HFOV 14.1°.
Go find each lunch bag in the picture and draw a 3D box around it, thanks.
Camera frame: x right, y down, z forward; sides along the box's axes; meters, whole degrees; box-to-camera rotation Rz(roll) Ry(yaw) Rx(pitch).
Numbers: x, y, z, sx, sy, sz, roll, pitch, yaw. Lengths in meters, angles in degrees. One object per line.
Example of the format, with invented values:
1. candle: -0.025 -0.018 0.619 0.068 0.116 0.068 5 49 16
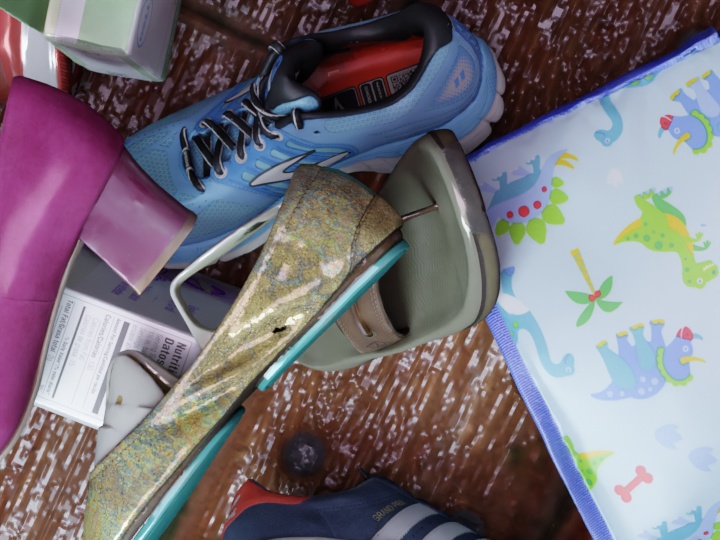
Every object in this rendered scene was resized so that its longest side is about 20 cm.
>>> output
1. lunch bag: 0.144 0.008 1.281 0.170 0.127 0.200 -26 105 10

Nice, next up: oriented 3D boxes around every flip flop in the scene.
1. flip flop: 0.000 0.000 1.269 0.057 0.200 0.081 -14 82 -31

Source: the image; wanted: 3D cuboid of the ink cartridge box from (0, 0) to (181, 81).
1. ink cartridge box: -0.103 -0.164 1.226 0.048 0.200 0.146 12 88 4

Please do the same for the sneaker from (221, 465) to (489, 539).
1. sneaker: 0.030 0.133 1.346 0.199 0.085 0.075 12 123 -20

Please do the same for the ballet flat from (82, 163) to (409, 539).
1. ballet flat: -0.064 0.039 1.198 0.071 0.071 0.200 40 94 -2

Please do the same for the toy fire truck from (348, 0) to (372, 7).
1. toy fire truck: 0.032 -0.190 1.236 0.199 0.168 0.112 -27 96 10

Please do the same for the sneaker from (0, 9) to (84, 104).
1. sneaker: -0.187 -0.170 1.309 0.115 0.078 0.201 -1 98 5

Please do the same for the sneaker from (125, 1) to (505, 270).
1. sneaker: -0.039 -0.071 1.294 0.199 0.090 0.079 -25 64 4

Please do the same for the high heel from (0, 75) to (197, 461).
1. high heel: -0.164 0.020 1.196 0.096 0.067 0.200 41 85 -11

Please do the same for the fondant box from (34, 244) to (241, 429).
1. fondant box: -0.158 0.009 1.302 0.199 0.144 0.058 22 99 1
